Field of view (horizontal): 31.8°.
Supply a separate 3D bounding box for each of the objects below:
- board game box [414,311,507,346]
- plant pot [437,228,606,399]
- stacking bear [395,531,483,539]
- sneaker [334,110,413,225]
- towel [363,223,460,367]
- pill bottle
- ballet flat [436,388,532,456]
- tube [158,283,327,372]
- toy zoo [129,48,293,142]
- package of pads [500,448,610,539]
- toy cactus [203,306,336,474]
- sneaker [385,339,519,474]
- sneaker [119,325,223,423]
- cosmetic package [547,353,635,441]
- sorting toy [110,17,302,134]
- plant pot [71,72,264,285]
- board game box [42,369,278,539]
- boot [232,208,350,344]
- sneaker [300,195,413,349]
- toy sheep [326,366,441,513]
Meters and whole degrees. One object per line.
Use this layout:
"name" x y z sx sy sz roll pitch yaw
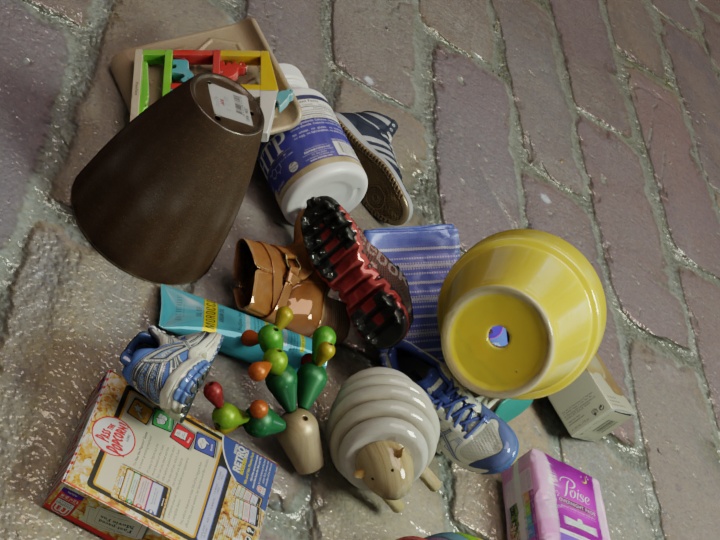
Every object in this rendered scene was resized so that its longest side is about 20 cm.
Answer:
"board game box" 0.101 0.045 1.669 0.199 0.045 0.135 26 38 -22
"plant pot" 0.177 0.062 1.468 0.201 0.201 0.189 46 18 5
"stacking bear" 0.112 0.331 1.325 0.199 0.121 0.114 12 51 -50
"sneaker" 0.031 -0.152 1.792 0.108 0.070 0.200 -16 61 -49
"towel" 0.078 0.041 1.584 0.144 0.024 0.201 -3 78 -31
"pill bottle" -0.081 -0.168 1.654 0.119 0.120 0.201 3 50 -43
"ballet flat" 0.143 0.168 1.568 0.199 0.069 0.070 -19 67 -49
"tube" -0.133 0.073 1.413 0.199 0.051 0.078 22 24 -19
"toy zoo" -0.182 -0.218 1.567 0.198 0.021 0.132 0 59 -4
"package of pads" 0.234 0.319 1.480 0.120 0.076 0.201 28 37 -24
"toy cactus" -0.087 0.138 1.334 0.200 0.102 0.166 -42 119 -57
"sneaker" 0.096 0.157 1.452 0.200 0.075 0.088 37 -12 34
"sneaker" -0.191 0.086 1.262 0.085 0.077 0.200 28 3 -4
"cosmetic package" 0.280 0.127 1.714 0.105 0.071 0.201 18 38 -59
"sorting toy" -0.196 -0.225 1.605 0.199 0.037 0.186 -20 62 -15
"plant pot" -0.196 -0.119 1.416 0.186 0.200 0.188 27 37 -22
"board game box" -0.185 0.204 1.212 0.199 0.046 0.152 32 36 -14
"boot" -0.088 -0.014 1.509 0.154 0.074 0.201 21 43 -39
"sneaker" 0.000 0.000 1.494 0.201 0.071 0.098 57 20 10
"toy sheep" 0.026 0.175 1.388 0.137 0.138 0.200 27 23 -21
